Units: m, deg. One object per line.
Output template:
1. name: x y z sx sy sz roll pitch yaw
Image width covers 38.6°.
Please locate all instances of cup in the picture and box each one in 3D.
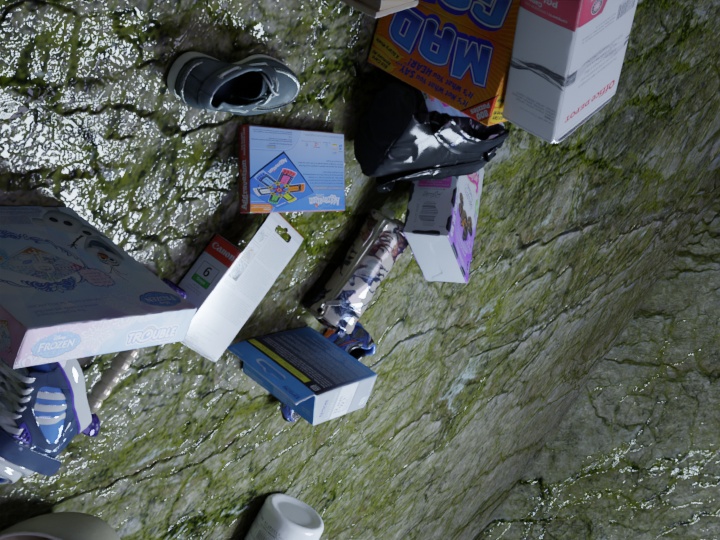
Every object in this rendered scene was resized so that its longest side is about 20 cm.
1. cup: -0.362 0.376 1.250 0.201 0.200 0.143 -65 178 16

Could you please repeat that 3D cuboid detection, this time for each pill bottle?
1. pill bottle: -0.156 0.499 1.782 0.114 0.114 0.201 9 112 -61

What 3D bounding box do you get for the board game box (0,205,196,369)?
1. board game box: -0.285 0.007 0.928 0.200 0.199 0.044 -5 124 -57

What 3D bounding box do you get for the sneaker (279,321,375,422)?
1. sneaker: -0.053 0.160 1.622 0.200 0.078 0.075 -50 152 -13

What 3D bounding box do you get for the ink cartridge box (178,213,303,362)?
1. ink cartridge box: -0.164 0.010 1.303 0.200 0.050 0.109 -55 153 -6

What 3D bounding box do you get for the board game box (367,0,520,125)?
1. board game box: 0.166 -0.329 1.314 0.199 0.200 0.201 -21 137 -49

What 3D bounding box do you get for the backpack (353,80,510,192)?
1. backpack: 0.104 -0.197 1.404 0.199 0.127 0.167 -5 155 -35

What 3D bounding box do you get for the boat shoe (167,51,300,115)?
1. boat shoe: -0.124 -0.196 1.128 0.200 0.062 0.073 -7 126 -57

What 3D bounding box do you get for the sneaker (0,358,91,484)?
1. sneaker: -0.367 0.146 1.076 0.146 0.080 0.201 -39 148 -30

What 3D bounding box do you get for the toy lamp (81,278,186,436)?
1. toy lamp: -0.274 0.100 1.208 0.200 0.058 0.058 -57 154 -1

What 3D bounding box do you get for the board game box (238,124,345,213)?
1. board game box: -0.082 -0.124 1.279 0.200 0.019 0.104 -6 96 -57

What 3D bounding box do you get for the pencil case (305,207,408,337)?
1. pencil case: 0.000 0.000 1.536 0.200 0.078 0.089 -57 168 1

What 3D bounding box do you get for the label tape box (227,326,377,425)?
1. label tape box: -0.090 0.154 1.479 0.200 0.143 0.066 -12 129 -55

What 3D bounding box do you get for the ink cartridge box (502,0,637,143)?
1. ink cartridge box: 0.248 -0.271 1.200 0.146 0.085 0.201 -38 145 -33

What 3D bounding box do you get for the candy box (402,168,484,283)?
1. candy box: 0.130 -0.107 1.553 0.168 0.071 0.201 58 40 -61

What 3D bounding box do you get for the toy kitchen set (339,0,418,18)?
1. toy kitchen set: -0.015 -0.366 1.013 0.200 0.163 0.181 -29 142 -44
